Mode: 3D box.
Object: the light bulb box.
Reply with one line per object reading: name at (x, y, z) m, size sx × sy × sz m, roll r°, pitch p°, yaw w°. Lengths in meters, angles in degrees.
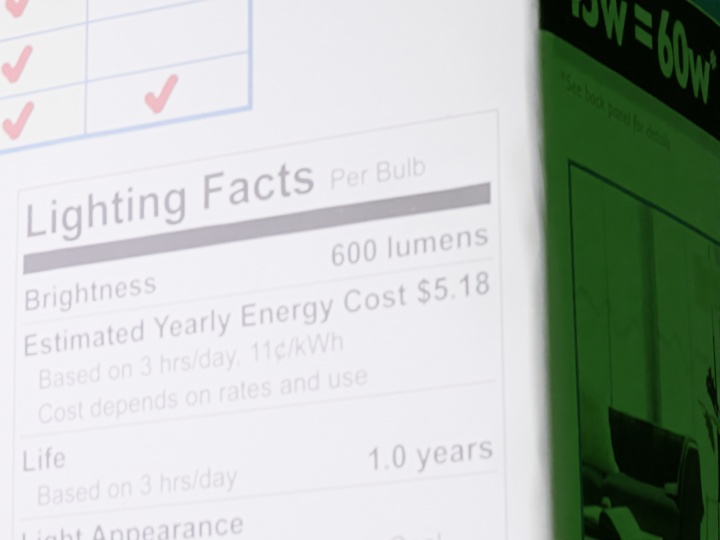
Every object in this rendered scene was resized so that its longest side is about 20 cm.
light bulb box at (-0.026, -0.002, 0.490) m, size 0.197 × 0.125 × 0.202 m, roll -8°, pitch 73°, yaw 28°
